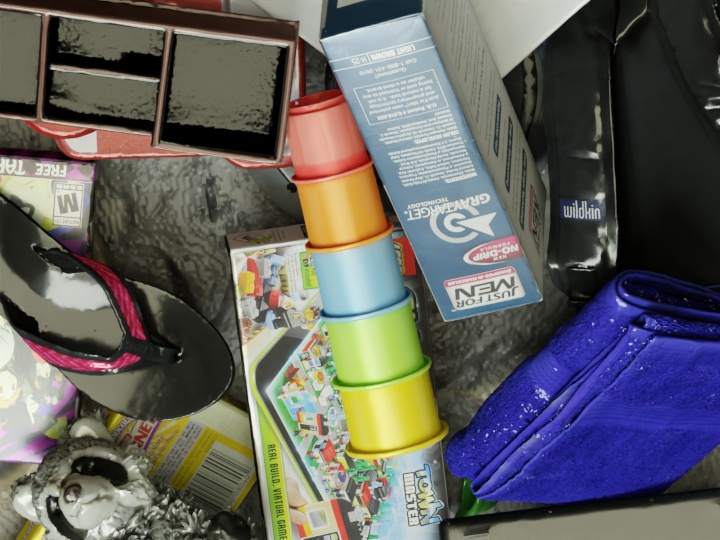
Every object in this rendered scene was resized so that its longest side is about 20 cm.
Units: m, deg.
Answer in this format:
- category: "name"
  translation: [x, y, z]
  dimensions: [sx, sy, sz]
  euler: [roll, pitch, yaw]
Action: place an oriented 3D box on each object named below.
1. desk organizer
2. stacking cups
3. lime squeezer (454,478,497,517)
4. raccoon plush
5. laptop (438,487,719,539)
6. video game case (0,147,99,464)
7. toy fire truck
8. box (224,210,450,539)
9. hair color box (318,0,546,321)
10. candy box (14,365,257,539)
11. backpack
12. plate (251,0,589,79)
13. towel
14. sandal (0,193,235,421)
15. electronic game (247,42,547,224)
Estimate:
- category: "desk organizer"
  translation: [-0.134, -0.104, 1.535]
  dimensions: [0.199, 0.077, 0.072]
  euler: [7, 100, -3]
- category: "stacking cups"
  translation: [0.000, 0.000, 1.618]
  dimensions: [0.060, 0.061, 0.201]
  euler: [-12, 100, 0]
- category: "lime squeezer"
  translation: [0.089, 0.121, 1.727]
  dimensions: [0.200, 0.038, 0.071]
  euler: [-47, 130, 5]
- category: "raccoon plush"
  translation: [-0.124, 0.169, 1.678]
  dimensions: [0.097, 0.200, 0.134]
  euler: [-41, 62, -18]
- category: "laptop"
  translation: [0.146, 0.231, 1.721]
  dimensions: [0.187, 0.116, 0.201]
  euler: [-7, 89, -2]
- category: "video game case"
  translation: [-0.255, 0.016, 1.687]
  dimensions: [0.199, 0.036, 0.182]
  euler: [5, 101, -3]
- category: "toy fire truck"
  translation: [-0.111, -0.156, 1.624]
  dimensions: [0.167, 0.112, 0.201]
  euler: [-1, 99, -3]
- category: "box"
  translation: [-0.011, 0.071, 1.680]
  dimensions: [0.110, 0.035, 0.201]
  euler: [-9, 107, -5]
- category: "hair color box"
  translation: [0.041, -0.081, 1.568]
  dimensions: [0.060, 0.100, 0.200]
  euler: [-13, 127, 16]
- category: "candy box"
  translation: [-0.139, 0.152, 1.707]
  dimensions: [0.102, 0.026, 0.200]
  euler: [31, 97, -26]
- category: "backpack"
  translation: [0.195, -0.088, 1.611]
  dimensions: [0.200, 0.154, 0.191]
  euler: [-15, 99, 37]
- category: "plate"
  translation: [0.033, -0.191, 1.564]
  dimensions: [0.200, 0.032, 0.200]
  euler: [36, 122, -22]
- category: "towel"
  translation: [0.153, 0.075, 1.618]
  dimensions: [0.147, 0.050, 0.200]
  euler: [11, 145, -26]
- category: "sandal"
  translation: [-0.163, 0.021, 1.639]
  dimensions: [0.200, 0.045, 0.075]
  euler: [33, 92, -1]
- category: "electronic game"
  translation: [0.019, -0.109, 1.674]
  dimensions: [0.199, 0.042, 0.201]
  euler: [1, 105, 4]
